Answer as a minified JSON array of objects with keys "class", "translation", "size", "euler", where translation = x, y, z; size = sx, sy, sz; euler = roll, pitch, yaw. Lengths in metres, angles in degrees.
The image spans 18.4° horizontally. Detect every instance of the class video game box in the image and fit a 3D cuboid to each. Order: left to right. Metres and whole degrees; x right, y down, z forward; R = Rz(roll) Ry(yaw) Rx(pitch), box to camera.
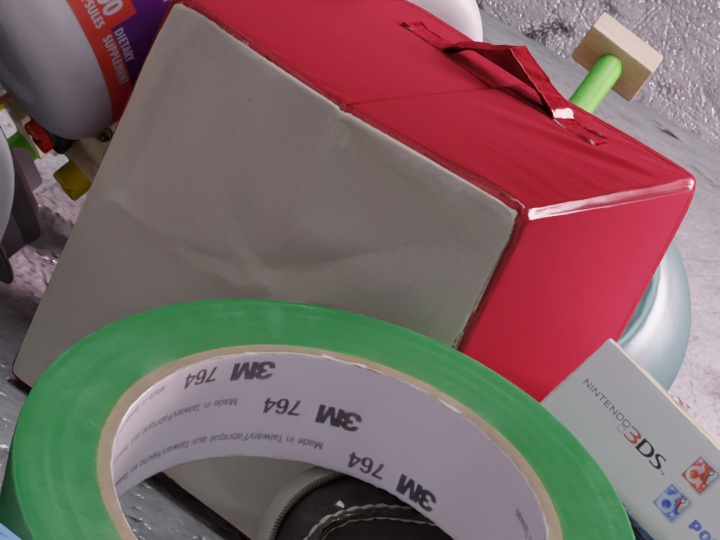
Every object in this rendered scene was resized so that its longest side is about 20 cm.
[{"class":"video game box","translation":[0.147,0.117,0.862],"size":[0.182,0.047,0.200],"euler":[44,-2,12]}]

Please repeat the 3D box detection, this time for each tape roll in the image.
[{"class":"tape roll","translation":[-0.014,0.087,0.696],"size":[0.200,0.048,0.201],"euler":[13,34,-9]}]

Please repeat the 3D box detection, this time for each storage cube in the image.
[{"class":"storage cube","translation":[0.000,0.000,0.896],"size":[0.171,0.201,0.180],"euler":[34,20,21]}]

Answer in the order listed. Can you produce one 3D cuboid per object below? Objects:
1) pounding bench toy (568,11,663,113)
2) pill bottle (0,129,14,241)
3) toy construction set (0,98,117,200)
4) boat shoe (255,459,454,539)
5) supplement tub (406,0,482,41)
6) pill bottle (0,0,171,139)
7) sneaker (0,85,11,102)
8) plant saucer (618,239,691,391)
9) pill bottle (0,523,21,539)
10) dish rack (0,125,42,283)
[{"class":"pounding bench toy","translation":[0.098,-0.049,1.259],"size":[0.124,0.201,0.156],"euler":[29,12,4]},{"class":"pill bottle","translation":[-0.230,-0.061,0.830],"size":[0.200,0.114,0.114],"euler":[37,16,35]},{"class":"toy construction set","translation":[-0.118,-0.054,1.116],"size":[0.200,0.092,0.131],"euler":[36,-11,3]},{"class":"boat shoe","translation":[0.054,0.122,0.804],"size":[0.201,0.072,0.061],"euler":[22,10,-33]},{"class":"supplement tub","translation":[-0.047,-0.142,1.075],"size":[0.145,0.146,0.200],"euler":[14,31,-45]},{"class":"pill bottle","translation":[-0.070,-0.148,0.918],"size":[0.113,0.200,0.113],"euler":[49,-17,20]},{"class":"sneaker","translation":[-0.224,-0.131,1.061],"size":[0.199,0.082,0.078],"euler":[11,49,24]},{"class":"plant saucer","translation":[0.080,-0.004,1.135],"size":[0.199,0.036,0.201],"euler":[7,58,-11]},{"class":"pill bottle","translation":[-0.097,0.107,0.473],"size":[0.200,0.109,0.109],"euler":[34,14,21]},{"class":"dish rack","translation":[-0.204,-0.101,0.943],"size":[0.171,0.043,0.200],"euler":[37,-24,37]}]
